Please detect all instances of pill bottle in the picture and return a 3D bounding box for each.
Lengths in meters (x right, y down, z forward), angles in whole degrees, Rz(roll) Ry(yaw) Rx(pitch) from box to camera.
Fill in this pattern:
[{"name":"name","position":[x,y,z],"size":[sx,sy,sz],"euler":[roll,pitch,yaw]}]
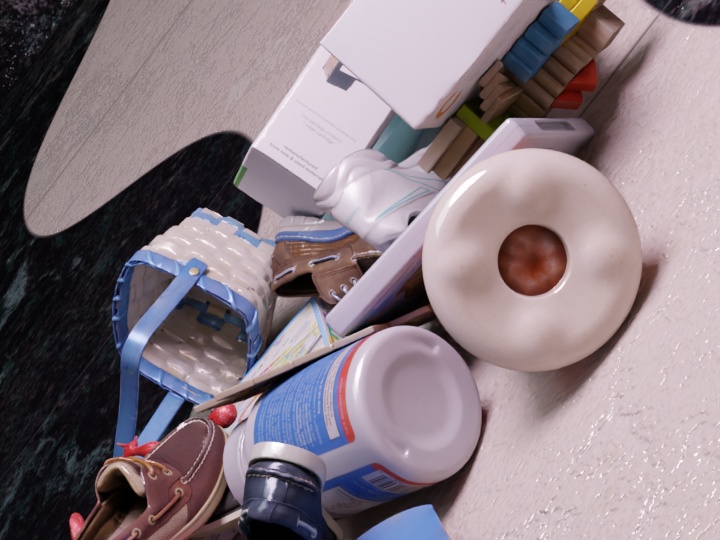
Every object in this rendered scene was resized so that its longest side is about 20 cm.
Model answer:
[{"name":"pill bottle","position":[-0.014,0.117,1.582],"size":[0.200,0.112,0.113],"euler":[-26,34,50]}]

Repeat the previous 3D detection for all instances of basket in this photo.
[{"name":"basket","position":[-0.153,0.061,1.898],"size":[0.177,0.139,0.200],"euler":[104,-168,-45]}]

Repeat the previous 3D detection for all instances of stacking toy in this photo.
[{"name":"stacking toy","position":[0.107,-0.010,1.534],"size":[0.146,0.146,0.200],"euler":[-54,5,0]}]

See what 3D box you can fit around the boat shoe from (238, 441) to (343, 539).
[{"name":"boat shoe","position":[-0.051,0.183,1.530],"size":[0.200,0.075,0.062],"euler":[97,-171,-64]}]

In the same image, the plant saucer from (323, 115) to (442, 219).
[{"name":"plant saucer","position":[0.017,-0.086,1.936],"size":[0.200,0.036,0.200],"euler":[-47,21,25]}]

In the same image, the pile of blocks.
[{"name":"pile of blocks","position":[0.130,-0.134,1.634],"size":[0.200,0.062,0.082],"euler":[-50,-8,3]}]

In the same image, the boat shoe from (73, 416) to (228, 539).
[{"name":"boat shoe","position":[-0.162,0.170,1.653],"size":[0.072,0.072,0.200],"euler":[1,39,35]}]

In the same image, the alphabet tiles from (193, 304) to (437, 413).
[{"name":"alphabet tiles","position":[-0.021,0.062,1.647],"size":[0.199,0.006,0.166],"euler":[-24,-5,19]}]

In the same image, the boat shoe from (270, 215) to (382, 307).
[{"name":"boat shoe","position":[0.000,0.000,1.793],"size":[0.200,0.072,0.073],"euler":[1,71,53]}]

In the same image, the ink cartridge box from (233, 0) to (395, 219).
[{"name":"ink cartridge box","position":[-0.012,-0.144,1.848],"size":[0.200,0.084,0.146],"euler":[-57,2,-14]}]

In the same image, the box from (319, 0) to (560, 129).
[{"name":"box","position":[0.067,-0.182,1.640],"size":[0.125,0.097,0.200],"euler":[-50,-8,13]}]

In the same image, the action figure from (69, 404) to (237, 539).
[{"name":"action figure","position":[-0.162,0.164,1.807],"size":[0.200,0.065,0.052],"euler":[-40,41,35]}]

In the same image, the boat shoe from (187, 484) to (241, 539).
[{"name":"boat shoe","position":[-0.124,0.180,1.731],"size":[0.201,0.063,0.074],"euler":[-24,-11,28]}]

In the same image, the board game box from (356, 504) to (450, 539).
[{"name":"board game box","position":[0.017,0.242,1.429],"size":[0.158,0.039,0.200],"euler":[-46,24,6]}]

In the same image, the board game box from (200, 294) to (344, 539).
[{"name":"board game box","position":[-0.080,0.127,1.823],"size":[0.200,0.034,0.135],"euler":[-50,20,12]}]

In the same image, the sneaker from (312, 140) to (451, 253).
[{"name":"sneaker","position":[0.050,-0.052,1.697],"size":[0.200,0.080,0.071],"euler":[-16,-32,-49]}]

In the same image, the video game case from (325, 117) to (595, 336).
[{"name":"video game case","position":[0.076,-0.033,1.616],"size":[0.200,0.022,0.182],"euler":[-47,-13,18]}]
